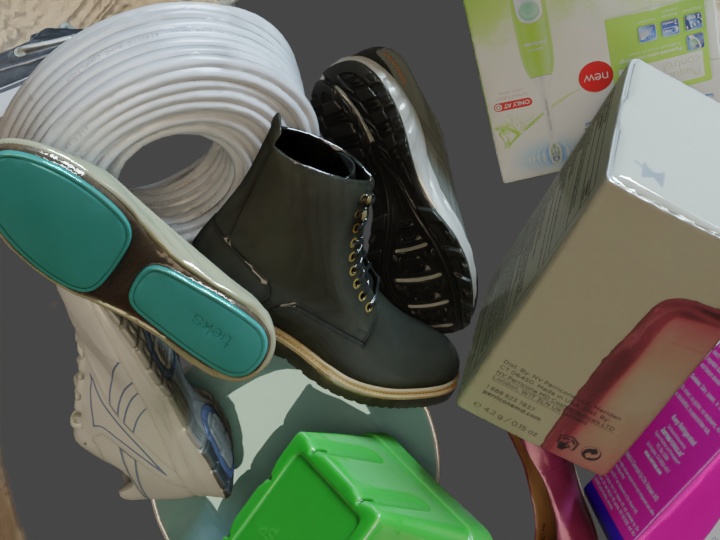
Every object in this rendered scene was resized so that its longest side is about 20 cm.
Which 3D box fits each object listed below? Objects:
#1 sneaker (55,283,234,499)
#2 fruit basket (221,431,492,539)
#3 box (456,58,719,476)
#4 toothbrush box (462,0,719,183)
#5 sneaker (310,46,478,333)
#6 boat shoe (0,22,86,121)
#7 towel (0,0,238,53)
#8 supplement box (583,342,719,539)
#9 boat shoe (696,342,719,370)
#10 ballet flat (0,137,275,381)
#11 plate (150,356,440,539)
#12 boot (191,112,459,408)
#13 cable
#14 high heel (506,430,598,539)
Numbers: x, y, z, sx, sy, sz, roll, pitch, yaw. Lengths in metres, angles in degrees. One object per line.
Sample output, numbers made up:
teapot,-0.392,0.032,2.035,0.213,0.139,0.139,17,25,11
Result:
sneaker,-0.146,0.075,0.832,0.086,0.075,0.202,-16,121,9
fruit basket,0.002,0.224,0.859,0.214,0.155,0.218,-21,129,-28
box,0.154,0.002,0.803,0.108,0.128,0.201,26,132,-3
toothbrush box,0.134,-0.170,0.813,0.144,0.087,0.202,-11,128,7
sneaker,0.036,-0.052,0.879,0.073,0.079,0.202,-8,112,29
boat shoe,-0.183,-0.122,0.843,0.198,0.072,0.068,-24,64,-6
towel,-0.185,-0.148,0.889,0.132,0.034,0.201,40,91,-5
supplement box,0.246,0.112,0.821,0.101,0.103,0.200,40,100,-13
boat shoe,0.225,0.051,0.889,0.068,0.071,0.203,-13,95,-2
ballet flat,-0.131,-0.009,0.761,0.200,0.069,0.070,41,92,-18
plate,-0.045,0.132,0.914,0.197,0.026,0.203,0,95,-1
boot,0.000,0.000,0.825,0.198,0.078,0.139,20,123,-23
cable,-0.121,-0.070,0.820,0.198,0.070,0.201,11,129,-40
high heel,0.109,0.151,0.896,0.095,0.067,0.203,10,79,-11
